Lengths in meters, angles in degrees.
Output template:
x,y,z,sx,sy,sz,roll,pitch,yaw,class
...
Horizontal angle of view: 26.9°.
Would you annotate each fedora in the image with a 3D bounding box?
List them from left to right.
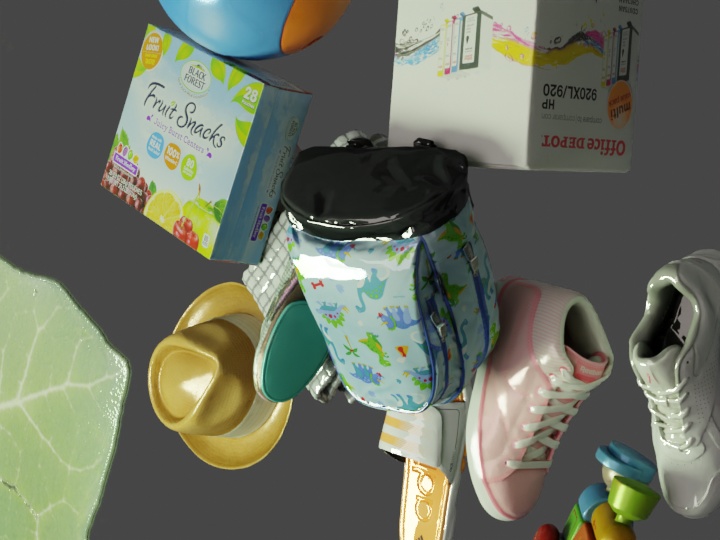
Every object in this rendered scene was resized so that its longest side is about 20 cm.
x,y,z,sx,sy,sz,roll,pitch,yaw,class
-0.153,0.108,1.510,0.199,0.081,0.204,2,93,43,fedora

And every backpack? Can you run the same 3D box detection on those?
x,y,z,sx,sy,sz,roll,pitch,yaw,class
0.030,0.013,1.187,0.161,0.201,0.155,6,54,32,backpack

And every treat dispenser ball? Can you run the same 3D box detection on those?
x,y,z,sx,sy,sz,roll,pitch,yaw,class
-0.095,-0.292,1.364,0.199,0.199,0.204,1,92,44,treat dispenser ball

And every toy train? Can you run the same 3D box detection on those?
x,y,z,sx,sy,sz,roll,pitch,yaw,class
0.187,0.207,1.122,0.084,0.200,0.117,23,100,0,toy train

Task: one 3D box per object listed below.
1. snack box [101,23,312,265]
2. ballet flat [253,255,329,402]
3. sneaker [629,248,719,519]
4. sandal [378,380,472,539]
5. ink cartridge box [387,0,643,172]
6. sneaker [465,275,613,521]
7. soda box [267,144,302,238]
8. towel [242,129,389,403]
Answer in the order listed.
x,y,z,sx,sy,sz,roll,pitch,yaw,class
-0.148,-0.121,1.416,0.199,0.067,0.171,32,108,42,snack box
-0.046,0.015,1.304,0.071,0.068,0.202,42,114,58,ballet flat
0.233,0.086,1.123,0.077,0.099,0.203,-1,90,44,sneaker
0.052,0.169,1.329,0.079,0.059,0.210,6,94,45,sandal
0.125,-0.180,1.190,0.144,0.146,0.203,9,97,43,ink cartridge box
0.147,0.108,1.223,0.104,0.075,0.203,4,89,49,sneaker
-0.102,-0.104,1.471,0.201,0.063,0.069,53,124,30,soda box
0.000,0.000,1.355,0.201,0.085,0.166,-55,52,28,towel
